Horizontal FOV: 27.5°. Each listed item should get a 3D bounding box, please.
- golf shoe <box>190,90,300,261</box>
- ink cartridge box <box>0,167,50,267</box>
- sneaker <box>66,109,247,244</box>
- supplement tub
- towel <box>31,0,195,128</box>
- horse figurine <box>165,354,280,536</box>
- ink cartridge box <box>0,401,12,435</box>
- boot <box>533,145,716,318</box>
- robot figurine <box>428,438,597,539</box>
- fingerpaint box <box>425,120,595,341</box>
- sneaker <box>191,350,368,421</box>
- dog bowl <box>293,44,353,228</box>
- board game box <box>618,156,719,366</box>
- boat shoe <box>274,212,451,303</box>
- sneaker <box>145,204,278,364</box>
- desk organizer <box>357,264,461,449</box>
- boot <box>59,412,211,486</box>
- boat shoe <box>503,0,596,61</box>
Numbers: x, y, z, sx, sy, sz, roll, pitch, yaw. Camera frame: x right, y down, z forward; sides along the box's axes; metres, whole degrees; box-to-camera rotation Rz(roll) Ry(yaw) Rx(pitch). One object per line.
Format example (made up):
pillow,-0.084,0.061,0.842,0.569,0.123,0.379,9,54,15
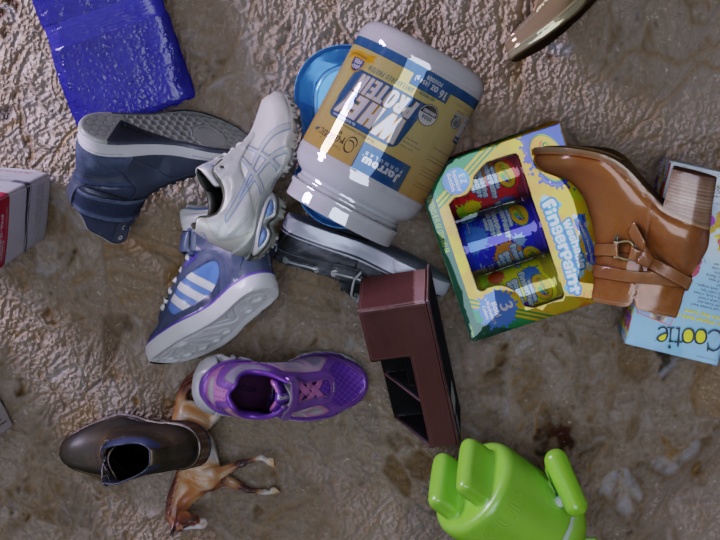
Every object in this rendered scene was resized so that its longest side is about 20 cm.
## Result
golf shoe,-0.123,-0.113,1.569,0.097,0.078,0.200,17,64,-17
ink cartridge box,-0.434,-0.060,1.590,0.145,0.200,0.083,6,102,3
sneaker,-0.226,-0.102,1.635,0.202,0.077,0.146,1,130,-25
supplement tub,0.023,-0.140,1.522,0.145,0.145,0.200,28,94,0
towel,-0.276,-0.264,1.632,0.148,0.050,0.200,-16,96,13
horse figurine,-0.168,0.194,1.678,0.132,0.050,0.200,-9,98,0
ink cartridge box,-0.514,0.128,1.676,0.144,0.084,0.200,-26,94,8
boot,0.260,-0.044,1.525,0.200,0.077,0.155,16,102,14
robot figurine,0.165,0.266,1.614,0.200,0.116,0.175,36,129,-24
fingerpaint box,0.169,-0.043,1.611,0.167,0.073,0.200,-18,96,6
sneaker,-0.081,0.133,1.622,0.200,0.088,0.081,0,93,-21
dog bowl,-0.015,-0.148,1.624,0.111,0.050,0.200,0,98,4
board game box,0.354,-0.012,1.587,0.105,0.103,0.200,14,97,4
boat shoe,-0.001,0.000,1.629,0.199,0.074,0.068,20,101,4
sneaker,-0.181,0.002,1.652,0.200,0.081,0.146,-35,63,31
desk organizer,0.055,0.100,1.601,0.077,0.072,0.200,-8,122,9
boot,-0.275,0.199,1.638,0.200,0.097,0.075,-8,88,27
boat shoe,0.223,-0.307,1.581,0.200,0.071,0.065,-43,86,0
